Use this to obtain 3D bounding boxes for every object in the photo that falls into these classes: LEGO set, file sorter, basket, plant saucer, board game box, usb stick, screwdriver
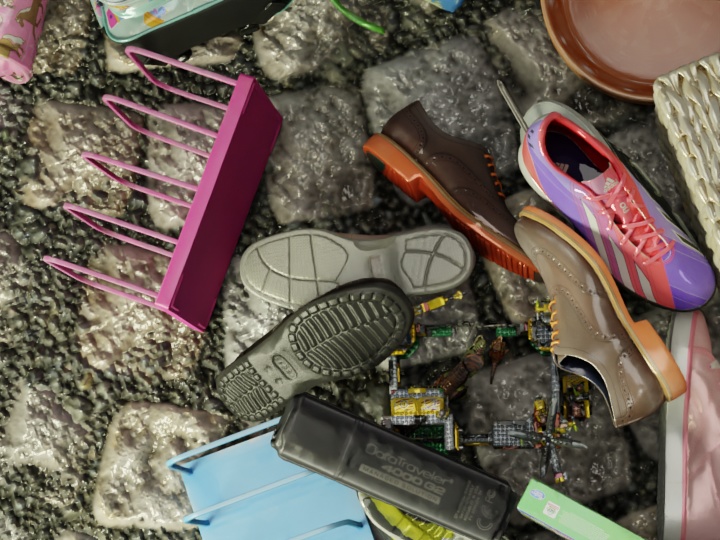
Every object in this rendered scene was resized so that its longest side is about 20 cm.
[{"bbox_3d":[0.091,0.090,1.584,0.199,0.116,0.155,6,81,8],"label":"LEGO set"},{"bbox_3d":[-0.166,-0.070,1.631,0.125,0.139,0.201,19,83,11],"label":"file sorter"},{"bbox_3d":[0.339,-0.077,1.543,0.160,0.200,0.199,-21,79,5],"label":"basket"},{"bbox_3d":[0.254,-0.239,1.663,0.199,0.032,0.202,-1,80,6],"label":"plant saucer"},{"bbox_3d":[0.219,0.228,1.539,0.199,0.135,0.029,29,85,11],"label":"board game box"},{"bbox_3d":[-0.064,0.228,1.578,0.138,0.123,0.201,-20,79,4],"label":"file sorter"},{"bbox_3d":[0.027,0.156,1.525,0.199,0.033,0.056,24,83,-8],"label":"usb stick"},{"bbox_3d":[0.165,-0.071,1.601,0.028,0.029,0.201,-33,79,33],"label":"screwdriver"}]

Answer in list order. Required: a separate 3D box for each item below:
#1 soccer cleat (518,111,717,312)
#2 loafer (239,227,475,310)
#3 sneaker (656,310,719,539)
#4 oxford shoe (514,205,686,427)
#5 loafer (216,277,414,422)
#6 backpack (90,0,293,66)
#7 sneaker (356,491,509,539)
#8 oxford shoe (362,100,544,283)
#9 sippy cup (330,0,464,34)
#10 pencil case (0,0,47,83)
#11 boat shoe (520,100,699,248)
[{"bbox_3d":[0.205,-0.046,1.541,0.068,0.073,0.200,-42,79,-12],"label":"soccer cleat"},{"bbox_3d":[0.000,0.000,1.643,0.199,0.063,0.072,-3,86,9],"label":"loafer"},{"bbox_3d":[0.296,0.128,1.578,0.104,0.075,0.202,2,84,5],"label":"sneaker"},{"bbox_3d":[0.174,0.034,1.546,0.073,0.071,0.200,-34,66,-6],"label":"oxford shoe"},{"bbox_3d":[-0.036,0.053,1.595,0.199,0.071,0.073,-27,106,31],"label":"loafer"},{"bbox_3d":[-0.168,-0.301,1.666,0.175,0.153,0.201,-23,71,8],"label":"backpack"},{"bbox_3d":[0.072,0.224,1.591,0.074,0.085,0.200,-42,98,-8],"label":"sneaker"},{"bbox_3d":[0.097,-0.068,1.635,0.200,0.071,0.073,40,82,11],"label":"oxford shoe"},{"bbox_3d":[0.053,-0.294,1.653,0.130,0.178,0.140,34,42,0],"label":"sippy cup"},{"bbox_3d":[-0.305,-0.269,1.707,0.086,0.083,0.201,9,82,26],"label":"pencil case"},{"bbox_3d":[0.210,-0.061,1.624,0.071,0.064,0.200,-41,83,32],"label":"boat shoe"}]
